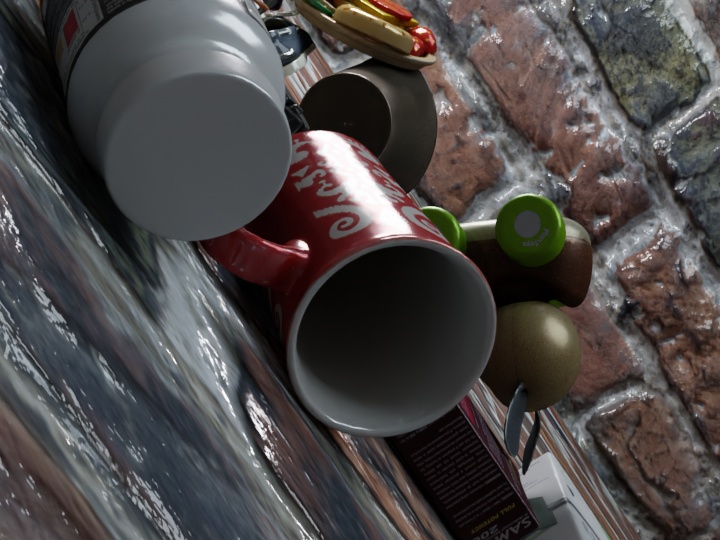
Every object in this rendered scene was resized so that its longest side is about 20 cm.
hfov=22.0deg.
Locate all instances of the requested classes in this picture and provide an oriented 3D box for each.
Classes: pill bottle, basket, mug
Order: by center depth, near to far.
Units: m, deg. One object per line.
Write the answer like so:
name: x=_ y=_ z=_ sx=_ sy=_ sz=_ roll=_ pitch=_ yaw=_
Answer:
pill bottle: x=-0.102 y=-0.107 z=0.969 sx=0.117 sy=0.116 sz=0.201 roll=53 pitch=8 yaw=-36
mug: x=-0.017 y=-0.018 z=1.174 sx=0.178 sy=0.133 sz=0.200 roll=56 pitch=2 yaw=-31
basket: x=0.004 y=-0.164 z=2.134 sx=0.200 sy=0.135 sz=0.182 roll=-12 pitch=110 yaw=-76

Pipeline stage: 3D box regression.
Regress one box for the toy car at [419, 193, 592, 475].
toy car: x=0.116 y=0.061 z=1.501 sx=0.164 sy=0.156 sz=0.202 roll=44 pitch=41 yaw=-69

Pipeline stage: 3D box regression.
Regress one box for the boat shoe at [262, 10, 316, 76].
boat shoe: x=-0.099 y=-0.267 z=2.146 sx=0.200 sy=0.074 sz=0.062 roll=-76 pitch=145 yaw=-70

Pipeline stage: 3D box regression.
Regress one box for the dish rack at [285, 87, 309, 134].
dish rack: x=-0.120 y=-0.195 z=1.644 sx=0.154 sy=0.054 sz=0.200 roll=59 pitch=7 yaw=26

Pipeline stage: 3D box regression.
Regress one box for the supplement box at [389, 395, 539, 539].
supplement box: x=0.053 y=0.111 z=1.397 sx=0.201 sy=0.061 sz=0.109 roll=55 pitch=5 yaw=-14

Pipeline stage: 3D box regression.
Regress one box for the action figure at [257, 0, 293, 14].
action figure: x=-0.128 y=-0.384 z=2.212 sx=0.134 sy=0.149 sz=0.200 roll=53 pitch=17 yaw=29

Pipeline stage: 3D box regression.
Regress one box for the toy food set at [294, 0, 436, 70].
toy food set: x=0.004 y=-0.299 z=2.191 sx=0.197 sy=0.049 sz=0.199 roll=36 pitch=19 yaw=27

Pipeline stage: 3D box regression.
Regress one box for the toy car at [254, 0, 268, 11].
toy car: x=-0.119 y=-0.255 z=1.295 sx=0.201 sy=0.183 sz=0.177 roll=59 pitch=6 yaw=11

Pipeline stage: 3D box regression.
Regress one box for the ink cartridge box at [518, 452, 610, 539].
ink cartridge box: x=0.170 y=0.256 z=1.491 sx=0.147 sy=0.084 sz=0.200 roll=55 pitch=6 yaw=-13
